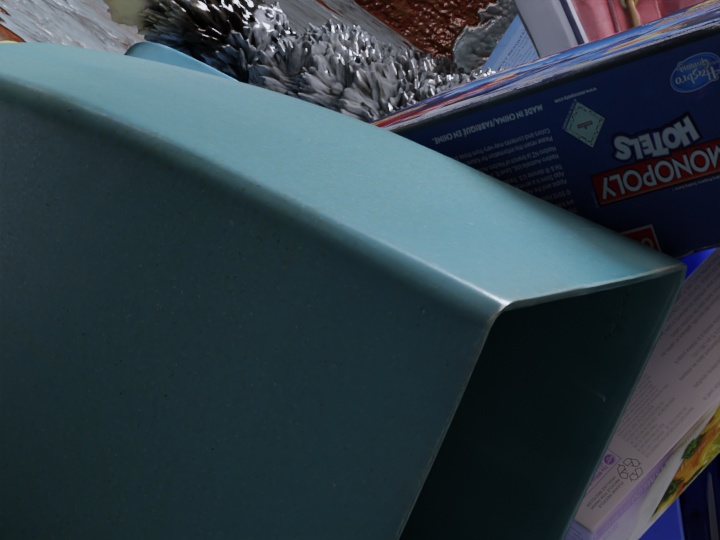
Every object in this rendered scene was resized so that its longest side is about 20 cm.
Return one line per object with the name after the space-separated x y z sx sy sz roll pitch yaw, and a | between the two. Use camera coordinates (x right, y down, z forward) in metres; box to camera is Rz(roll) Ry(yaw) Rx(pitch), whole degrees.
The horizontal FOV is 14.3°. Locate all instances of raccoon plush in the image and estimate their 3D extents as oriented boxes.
-0.013 -0.063 1.094 0.200 0.097 0.134 25 -14 -4 | raccoon plush

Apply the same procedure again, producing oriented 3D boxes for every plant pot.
-0.045 0.019 0.782 0.200 0.141 0.141 30 16 21 | plant pot

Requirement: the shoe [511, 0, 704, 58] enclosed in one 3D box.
0.122 -0.073 1.104 0.071 0.091 0.200 23 43 -85 | shoe

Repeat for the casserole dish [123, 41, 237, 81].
-0.046 -0.012 1.110 0.200 0.039 0.121 30 -39 42 | casserole dish

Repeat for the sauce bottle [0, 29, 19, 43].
-0.144 -0.060 1.106 0.200 0.066 0.066 42 10 26 | sauce bottle

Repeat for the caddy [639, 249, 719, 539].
0.121 0.072 1.053 0.105 0.141 0.200 -107 -174 -65 | caddy

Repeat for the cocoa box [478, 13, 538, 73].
0.090 -0.001 1.225 0.131 0.200 0.133 32 3 -19 | cocoa box

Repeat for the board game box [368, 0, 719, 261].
0.084 -0.043 0.907 0.200 0.200 0.062 -25 97 -52 | board game box

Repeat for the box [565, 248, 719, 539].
0.127 0.018 0.951 0.041 0.200 0.039 36 -21 25 | box
